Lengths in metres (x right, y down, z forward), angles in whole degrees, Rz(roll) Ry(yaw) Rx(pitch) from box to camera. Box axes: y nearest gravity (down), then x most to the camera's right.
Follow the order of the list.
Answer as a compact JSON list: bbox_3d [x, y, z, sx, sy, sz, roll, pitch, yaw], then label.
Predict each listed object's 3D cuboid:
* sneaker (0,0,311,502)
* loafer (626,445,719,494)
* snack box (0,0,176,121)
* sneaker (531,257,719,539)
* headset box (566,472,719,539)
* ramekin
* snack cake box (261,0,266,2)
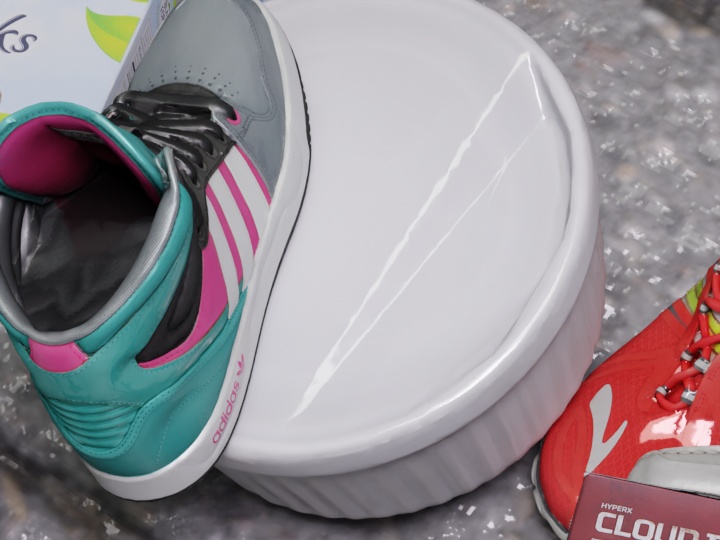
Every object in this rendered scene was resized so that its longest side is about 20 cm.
[{"bbox_3d":[-0.079,-0.035,1.030,0.083,0.121,0.201,-3,59,19],"label":"sneaker"},{"bbox_3d":[0.190,0.082,1.071,0.199,0.070,0.070,6,55,-8],"label":"loafer"},{"bbox_3d":[-0.191,-0.081,1.224,0.199,0.053,0.143,13,59,14],"label":"snack box"},{"bbox_3d":[0.137,0.021,1.108,0.200,0.085,0.077,-42,62,-19],"label":"sneaker"},{"bbox_3d":[0.091,0.174,0.979,0.077,0.149,0.200,10,60,11],"label":"headset box"},{"bbox_3d":[0.000,0.000,1.111,0.202,0.094,0.203,-10,57,16],"label":"ramekin"},{"bbox_3d":[-0.010,-0.222,1.259,0.067,0.115,0.201,1,57,7],"label":"snack cake box"}]
